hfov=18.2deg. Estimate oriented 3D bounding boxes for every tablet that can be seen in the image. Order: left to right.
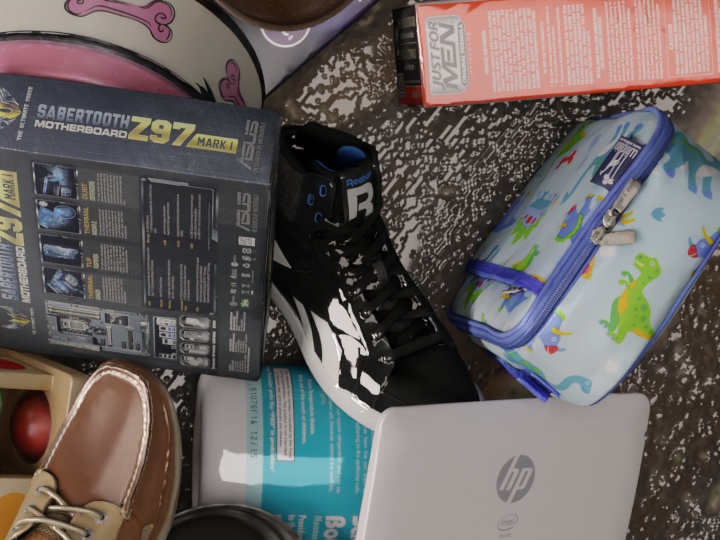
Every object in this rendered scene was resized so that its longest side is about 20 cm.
[{"bbox_3d":[0.079,0.133,1.247,0.199,0.014,0.131,-1,107,-39],"label":"tablet"}]

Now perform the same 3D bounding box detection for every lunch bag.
[{"bbox_3d":[0.126,-0.008,1.253,0.082,0.200,0.161,35,89,-9],"label":"lunch bag"}]

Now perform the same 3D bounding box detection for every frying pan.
[{"bbox_3d":[-0.047,0.160,1.234,0.189,0.031,0.116,-22,119,-5],"label":"frying pan"}]

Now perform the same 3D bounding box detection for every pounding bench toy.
[{"bbox_3d":[-0.261,0.097,1.258,0.155,0.199,0.125,5,97,-40],"label":"pounding bench toy"}]

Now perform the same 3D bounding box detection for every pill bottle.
[{"bbox_3d":[0.004,0.111,1.292,0.198,0.111,0.112,2,95,-7],"label":"pill bottle"}]

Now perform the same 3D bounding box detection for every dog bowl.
[{"bbox_3d":[-0.154,-0.080,1.211,0.198,0.201,0.074,13,55,-8],"label":"dog bowl"}]

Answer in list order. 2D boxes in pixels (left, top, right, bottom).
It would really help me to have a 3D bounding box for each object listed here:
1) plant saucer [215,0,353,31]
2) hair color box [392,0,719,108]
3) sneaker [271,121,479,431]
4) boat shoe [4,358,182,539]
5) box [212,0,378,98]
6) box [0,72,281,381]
[{"bbox_3d":[-0.048,-0.227,1.177,0.200,0.036,0.202,-12,106,-48],"label":"plant saucer"},{"bbox_3d":[0.123,-0.131,1.293,0.198,0.102,0.062,-5,95,-6],"label":"hair color box"},{"bbox_3d":[0.000,0.000,1.238,0.073,0.112,0.200,-25,59,-32],"label":"sneaker"},{"bbox_3d":[-0.149,0.144,1.169,0.075,0.072,0.202,15,89,18],"label":"boat shoe"},{"bbox_3d":[-0.079,-0.209,1.274,0.141,0.079,0.200,-40,98,0],"label":"box"},{"bbox_3d":[-0.123,-0.019,1.184,0.156,0.201,0.051,7,57,1],"label":"box"}]
